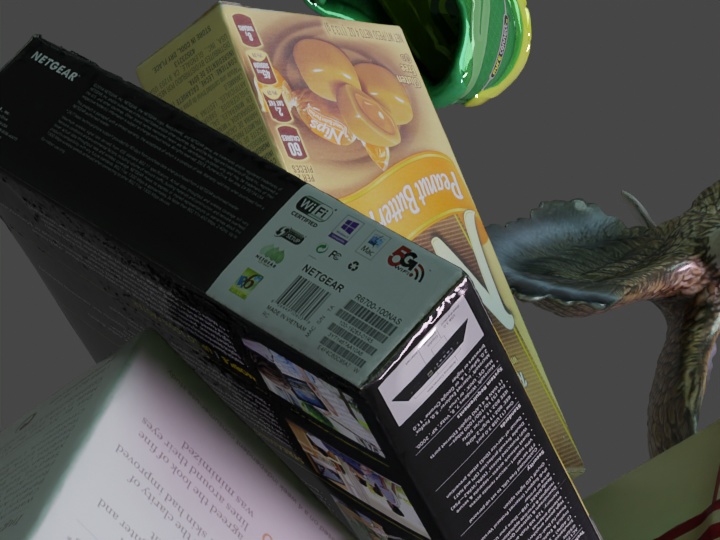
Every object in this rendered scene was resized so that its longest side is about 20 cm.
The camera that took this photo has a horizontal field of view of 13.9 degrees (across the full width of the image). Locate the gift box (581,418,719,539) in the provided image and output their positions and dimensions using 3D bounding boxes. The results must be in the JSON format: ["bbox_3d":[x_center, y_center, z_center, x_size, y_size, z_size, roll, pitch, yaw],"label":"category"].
[{"bbox_3d":[0.151,0.175,1.055,0.184,0.186,0.201,41,35,-21],"label":"gift box"}]

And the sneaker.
[{"bbox_3d":[0.002,-0.156,1.251,0.200,0.074,0.084,54,29,-4],"label":"sneaker"}]

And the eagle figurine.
[{"bbox_3d":[0.134,0.014,1.253,0.151,0.151,0.200,29,55,30],"label":"eagle figurine"}]

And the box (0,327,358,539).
[{"bbox_3d":[-0.075,0.145,0.863,0.152,0.106,0.200,47,34,-14],"label":"box"}]

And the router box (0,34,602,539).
[{"bbox_3d":[-0.028,0.022,0.928,0.200,0.051,0.149,30,-21,38],"label":"router box"}]

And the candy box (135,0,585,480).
[{"bbox_3d":[0.000,0.000,1.131,0.115,0.055,0.201,1,61,-52],"label":"candy box"}]
